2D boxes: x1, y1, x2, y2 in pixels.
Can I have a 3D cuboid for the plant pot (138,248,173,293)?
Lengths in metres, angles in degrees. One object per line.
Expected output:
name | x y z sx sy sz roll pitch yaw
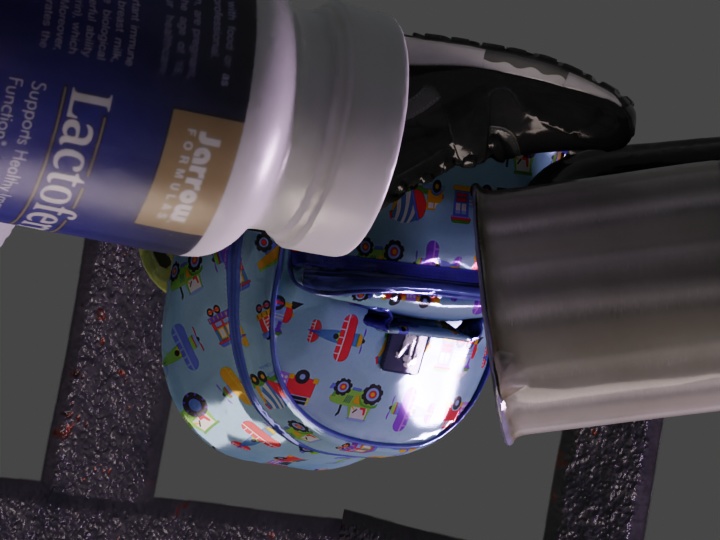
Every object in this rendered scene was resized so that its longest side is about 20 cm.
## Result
plant pot | -0.031 -0.015 1.658 0.200 0.201 0.184 9 166 44

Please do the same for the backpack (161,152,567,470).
backpack | 0.000 0.000 1.277 0.182 0.201 0.134 13 177 -40

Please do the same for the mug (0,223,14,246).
mug | -0.230 -0.070 1.464 0.199 0.148 0.175 -26 -166 -9

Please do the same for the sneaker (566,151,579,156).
sneaker | 0.062 -0.056 1.462 0.199 0.076 0.091 8 -161 -16

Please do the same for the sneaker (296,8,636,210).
sneaker | 0.016 -0.057 1.147 0.199 0.088 0.076 10 178 7

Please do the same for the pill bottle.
pill bottle | -0.091 -0.068 0.976 0.199 0.116 0.116 10 179 -18

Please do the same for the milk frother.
milk frother | 0.156 0.042 1.192 0.187 0.201 0.181 -7 -169 7
